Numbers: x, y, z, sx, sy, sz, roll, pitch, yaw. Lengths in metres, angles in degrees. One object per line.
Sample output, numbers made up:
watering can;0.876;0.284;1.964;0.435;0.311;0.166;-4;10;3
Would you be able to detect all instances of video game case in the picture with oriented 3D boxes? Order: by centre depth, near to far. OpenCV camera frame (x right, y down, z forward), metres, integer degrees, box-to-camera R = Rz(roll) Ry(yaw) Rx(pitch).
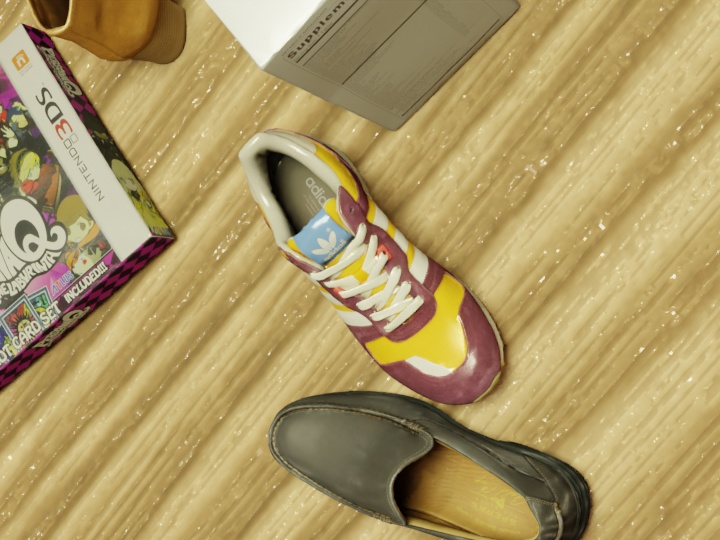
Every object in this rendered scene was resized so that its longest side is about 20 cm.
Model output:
video game case;-0.246;-0.032;0.902;0.199;0.036;0.182;-38;73;15

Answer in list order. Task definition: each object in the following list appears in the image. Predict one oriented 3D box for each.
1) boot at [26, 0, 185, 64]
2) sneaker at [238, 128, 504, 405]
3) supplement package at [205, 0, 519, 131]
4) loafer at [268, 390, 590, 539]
boot;-0.164;-0.230;0.825;0.070;0.144;0.204;-12;82;19
sneaker;0.000;0.000;0.776;0.075;0.090;0.200;-47;72;12
supplement package;-0.008;-0.167;0.731;0.114;0.200;0.110;-43;74;13
loafer;0.030;0.114;0.768;0.198;0.072;0.074;10;91;22
